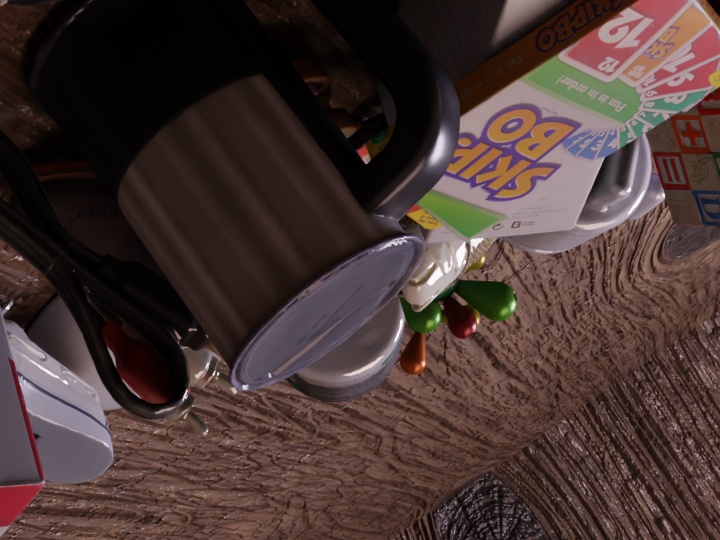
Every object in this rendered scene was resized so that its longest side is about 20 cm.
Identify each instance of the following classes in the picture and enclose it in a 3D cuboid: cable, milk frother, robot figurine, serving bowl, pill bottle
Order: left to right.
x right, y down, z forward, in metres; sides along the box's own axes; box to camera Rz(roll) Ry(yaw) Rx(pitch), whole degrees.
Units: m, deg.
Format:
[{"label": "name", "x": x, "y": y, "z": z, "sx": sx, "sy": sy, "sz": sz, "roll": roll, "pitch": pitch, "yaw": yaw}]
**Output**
[{"label": "cable", "x": -0.143, "y": 0.011, "z": 0.807, "sx": 0.050, "sy": 0.199, "sz": 0.098, "roll": -46, "pitch": -167, "yaw": 46}, {"label": "serving bowl", "x": -0.142, "y": 0.042, "z": 1.149, "sx": 0.199, "sy": 0.066, "sz": 0.200, "roll": -31, "pitch": 163, "yaw": -11}, {"label": "milk frother", "x": -0.073, "y": -0.064, "z": 0.743, "sx": 0.181, "sy": 0.189, "sz": 0.199, "roll": -47, "pitch": 161, "yaw": 30}, {"label": "pill bottle", "x": -0.021, "y": 0.046, "z": 1.298, "sx": 0.113, "sy": 0.114, "sz": 0.200, "roll": -32, "pitch": 170, "yaw": -6}, {"label": "robot figurine", "x": 0.158, "y": -0.076, "z": 1.272, "sx": 0.200, "sy": 0.168, "sz": 0.114, "roll": 142, "pitch": -35, "yaw": -76}]

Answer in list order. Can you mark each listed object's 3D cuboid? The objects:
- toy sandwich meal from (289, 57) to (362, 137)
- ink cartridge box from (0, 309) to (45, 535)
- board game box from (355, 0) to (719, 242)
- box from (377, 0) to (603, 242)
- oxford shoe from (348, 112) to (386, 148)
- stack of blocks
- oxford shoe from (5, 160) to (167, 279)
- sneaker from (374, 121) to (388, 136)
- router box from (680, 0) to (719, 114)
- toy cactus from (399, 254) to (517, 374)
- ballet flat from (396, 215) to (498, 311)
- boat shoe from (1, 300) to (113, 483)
[{"label": "toy sandwich meal", "x": -0.082, "y": -0.055, "z": 0.972, "sx": 0.204, "sy": 0.071, "sz": 0.205, "roll": -31, "pitch": 164, "yaw": -10}, {"label": "ink cartridge box", "x": -0.285, "y": 0.101, "z": 0.843, "sx": 0.144, "sy": 0.146, "sz": 0.200, "roll": 4, "pitch": 142, "yaw": -41}, {"label": "board game box", "x": 0.094, "y": -0.081, "z": 0.830, "sx": 0.199, "sy": 0.030, "sz": 0.095, "roll": -30, "pitch": 143, "yaw": 23}, {"label": "box", "x": 0.085, "y": -0.127, "z": 0.895, "sx": 0.097, "sy": 0.125, "sz": 0.201, "roll": -5, "pitch": 145, "yaw": -16}, {"label": "oxford shoe", "x": 0.032, "y": -0.074, "z": 1.182, "sx": 0.085, "sy": 0.072, "sz": 0.200, "roll": -57, "pitch": 165, "yaw": -16}, {"label": "stack of blocks", "x": 0.243, "y": -0.131, "z": 1.080, "sx": 0.058, "sy": 0.201, "sz": 0.115, "roll": -32, "pitch": -160, "yaw": -29}, {"label": "oxford shoe", "x": -0.105, "y": -0.005, "z": 0.881, "sx": 0.071, "sy": 0.198, "sz": 0.073, "roll": 108, "pitch": -3, "yaw": -61}, {"label": "sneaker", "x": 0.071, "y": -0.069, "z": 1.067, "sx": 0.200, "sy": 0.077, "sz": 0.080, "roll": -18, "pitch": 118, "yaw": -59}, {"label": "router box", "x": 0.224, "y": -0.217, "z": 0.964, "sx": 0.200, "sy": 0.150, "sz": 0.051, "roll": -39, "pitch": 163, "yaw": 20}, {"label": "toy cactus", "x": 0.001, "y": -0.004, "z": 1.078, "sx": 0.103, "sy": 0.199, "sz": 0.165, "roll": -60, "pitch": 158, "yaw": 2}, {"label": "ballet flat", "x": 0.000, "y": 0.000, "z": 0.959, "sx": 0.198, "sy": 0.076, "sz": 0.068, "roll": -11, "pitch": 125, "yaw": -2}, {"label": "boat shoe", "x": -0.233, "y": 0.057, "z": 1.007, "sx": 0.074, "sy": 0.087, "sz": 0.202, "roll": -34, "pitch": 136, "yaw": 21}]
